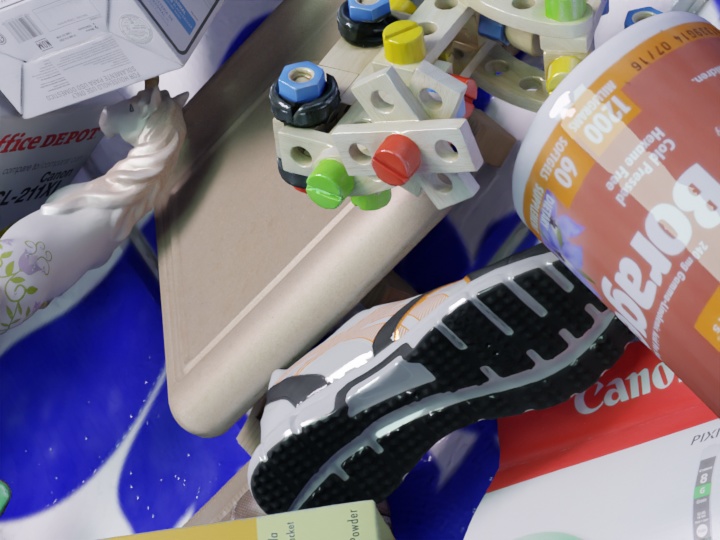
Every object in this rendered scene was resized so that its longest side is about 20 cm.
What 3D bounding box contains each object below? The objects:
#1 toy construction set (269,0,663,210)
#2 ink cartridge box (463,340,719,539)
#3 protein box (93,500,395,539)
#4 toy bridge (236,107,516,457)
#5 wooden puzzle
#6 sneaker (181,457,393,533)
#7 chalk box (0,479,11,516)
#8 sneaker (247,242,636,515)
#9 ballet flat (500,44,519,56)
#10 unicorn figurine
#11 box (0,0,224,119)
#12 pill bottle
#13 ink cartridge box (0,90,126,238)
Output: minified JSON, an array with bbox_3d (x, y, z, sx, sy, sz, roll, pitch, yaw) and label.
[{"bbox_3d":[0.038,-0.074,1.264,0.130,0.200,0.093,15,119,24],"label":"toy construction set"},{"bbox_3d":[0.109,0.091,1.258,0.160,0.050,0.201,-21,65,37],"label":"ink cartridge box"},{"bbox_3d":[-0.065,0.198,1.231,0.197,0.200,0.136,-9,68,8],"label":"protein box"},{"bbox_3d":[0.000,0.000,1.403,0.067,0.027,0.201,42,106,44],"label":"toy bridge"},{"bbox_3d":[-0.029,-0.041,1.414,0.185,0.037,0.201,-45,35,24],"label":"wooden puzzle"},{"bbox_3d":[-0.062,0.160,1.380,0.200,0.070,0.076,-51,50,20],"label":"sneaker"},{"bbox_3d":[-0.247,0.176,1.481,0.201,0.124,0.124,-58,3,15],"label":"chalk box"},{"bbox_3d":[0.033,0.031,1.303,0.199,0.074,0.080,-29,32,16],"label":"sneaker"},{"bbox_3d":[0.037,-0.180,1.407,0.072,0.068,0.200,-36,52,5],"label":"ballet flat"},{"bbox_3d":[-0.153,-0.017,1.463,0.137,0.074,0.200,-32,20,46],"label":"unicorn figurine"},{"bbox_3d":[-0.101,-0.171,1.463,0.116,0.060,0.201,-16,35,39],"label":"box"},{"bbox_3d":[0.160,0.000,1.179,0.200,0.112,0.112,46,109,27],"label":"pill bottle"},{"bbox_3d":[-0.230,-0.034,1.529,0.083,0.146,0.200,44,113,15],"label":"ink cartridge box"}]
